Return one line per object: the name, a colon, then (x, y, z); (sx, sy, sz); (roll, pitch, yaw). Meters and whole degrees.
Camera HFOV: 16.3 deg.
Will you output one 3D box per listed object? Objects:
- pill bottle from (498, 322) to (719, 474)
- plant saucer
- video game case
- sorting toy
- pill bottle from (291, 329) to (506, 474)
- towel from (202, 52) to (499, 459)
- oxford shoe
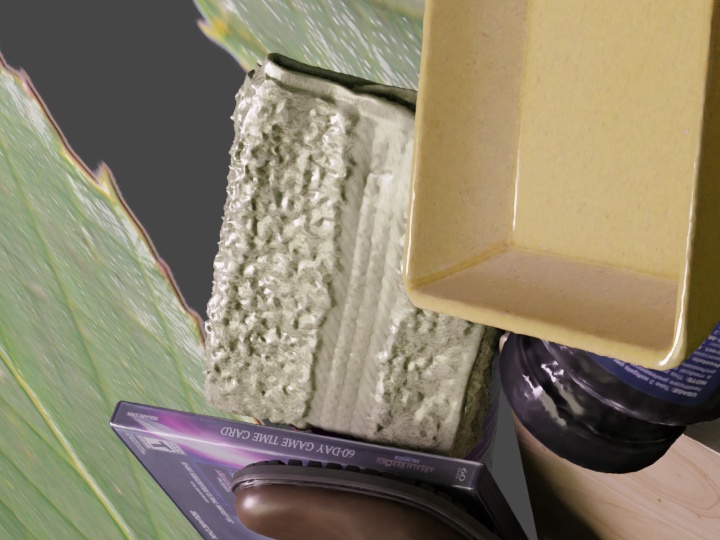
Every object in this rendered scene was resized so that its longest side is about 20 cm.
pill bottle: (0.136, -0.008, 1.019); (0.112, 0.112, 0.200); (48, 134, 17)
plant saucer: (0.090, -0.074, 0.941); (0.200, 0.048, 0.201); (14, 100, 61)
video game case: (-0.013, 0.119, 1.267); (0.199, 0.019, 0.143); (9, 153, 24)
sorting toy: (0.172, 0.124, 1.178); (0.200, 0.070, 0.199); (28, 144, 41)
pill bottle: (0.019, 0.039, 1.293); (0.112, 0.112, 0.200); (38, 146, 30)
towel: (0.000, 0.000, 1.175); (0.148, 0.037, 0.200); (15, 123, 6)
oxford shoe: (0.025, 0.150, 1.183); (0.200, 0.085, 0.073); (25, 156, -4)
